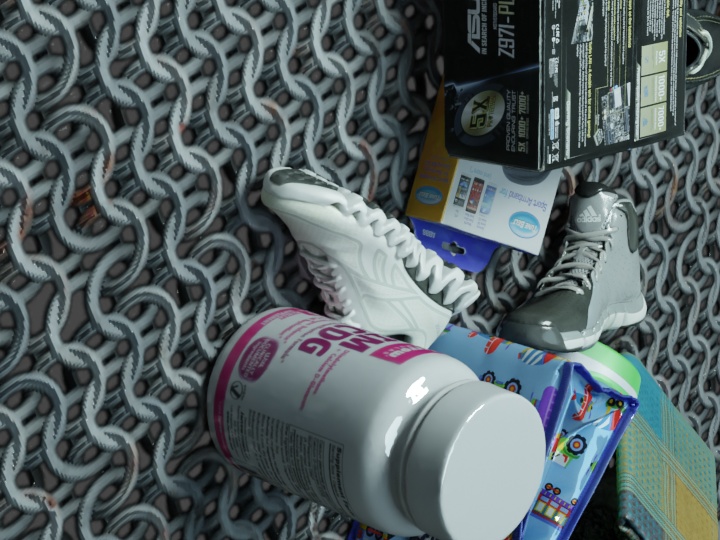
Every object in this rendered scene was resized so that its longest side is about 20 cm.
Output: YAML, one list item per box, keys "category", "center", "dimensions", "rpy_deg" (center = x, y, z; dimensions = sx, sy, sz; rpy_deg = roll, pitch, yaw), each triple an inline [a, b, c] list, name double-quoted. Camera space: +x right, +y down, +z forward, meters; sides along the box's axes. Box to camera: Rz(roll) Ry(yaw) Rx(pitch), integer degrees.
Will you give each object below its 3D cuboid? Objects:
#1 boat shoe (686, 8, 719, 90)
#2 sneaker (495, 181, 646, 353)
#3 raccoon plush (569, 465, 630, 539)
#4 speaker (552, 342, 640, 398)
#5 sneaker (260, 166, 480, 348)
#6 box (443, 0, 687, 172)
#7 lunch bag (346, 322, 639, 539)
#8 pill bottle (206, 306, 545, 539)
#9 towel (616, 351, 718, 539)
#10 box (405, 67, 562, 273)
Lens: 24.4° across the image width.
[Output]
- category: "boat shoe"
  center: [0.241, -0.166, 1.293]
  dimensions: [0.200, 0.067, 0.072]
  rpy_deg: [-11, 107, -46]
- category: "sneaker"
  center: [0.157, -0.007, 1.243]
  dimensions: [0.200, 0.075, 0.116]
  rpy_deg: [-16, 109, -61]
- category: "raccoon plush"
  center: [0.157, 0.221, 1.332]
  dimensions: [0.199, 0.134, 0.097]
  rpy_deg: [-8, 128, -12]
- category: "speaker"
  center: [0.136, 0.150, 1.262]
  dimensions: [0.088, 0.088, 0.200]
  rpy_deg: [46, 68, -43]
- category: "sneaker"
  center: [0.000, 0.000, 1.091]
  dimensions: [0.200, 0.075, 0.081]
  rpy_deg: [37, 86, -43]
- category: "box"
  center: [0.139, -0.180, 1.112]
  dimensions: [0.164, 0.086, 0.201]
  rpy_deg: [-17, 112, -42]
- category: "lunch bag"
  center: [0.077, 0.150, 1.152]
  dimensions: [0.094, 0.150, 0.201]
  rpy_deg: [30, 79, -46]
- category: "pill bottle"
  center: [0.008, 0.097, 1.028]
  dimensions: [0.113, 0.200, 0.114]
  rpy_deg: [-16, 113, -43]
- category: "towel"
  center: [0.242, 0.172, 1.323]
  dimensions: [0.147, 0.022, 0.200]
  rpy_deg: [49, 29, -24]
- category: "box"
  center: [0.101, -0.098, 1.185]
  dimensions: [0.119, 0.041, 0.201]
  rpy_deg: [15, 88, -47]
